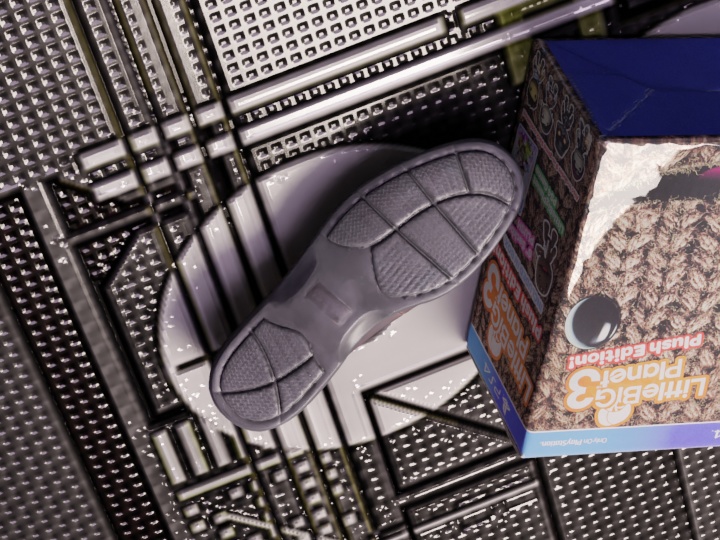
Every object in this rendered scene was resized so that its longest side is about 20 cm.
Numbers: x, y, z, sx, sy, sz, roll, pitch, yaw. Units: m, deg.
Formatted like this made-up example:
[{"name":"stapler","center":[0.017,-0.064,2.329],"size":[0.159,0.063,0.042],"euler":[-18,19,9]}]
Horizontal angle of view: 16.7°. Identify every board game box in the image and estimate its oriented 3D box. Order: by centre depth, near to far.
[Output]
[{"name":"board game box","center":[0.159,-0.012,1.277],"size":[0.158,0.097,0.201],"euler":[-3,127,-18]}]

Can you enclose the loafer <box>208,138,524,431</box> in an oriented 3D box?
[{"name":"loafer","center":[0.000,0.000,1.267],"size":[0.200,0.063,0.072],"euler":[-42,99,9]}]
